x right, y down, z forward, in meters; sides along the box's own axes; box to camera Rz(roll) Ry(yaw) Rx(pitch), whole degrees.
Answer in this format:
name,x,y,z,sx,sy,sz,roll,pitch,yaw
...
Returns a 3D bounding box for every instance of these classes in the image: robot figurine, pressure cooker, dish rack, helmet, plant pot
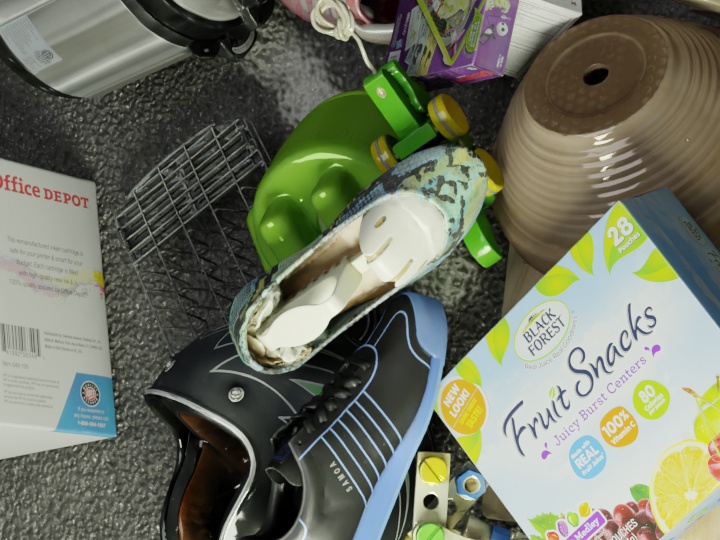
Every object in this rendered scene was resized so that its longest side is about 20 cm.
name,x,y,z,sx,sy,sz,roll,pitch,yaw
robot figurine,-0.004,-0.052,1.725,0.175,0.200,0.116,-31,103,22
pressure cooker,-0.161,-0.227,1.842,0.199,0.176,0.180,-21,68,37
dish rack,-0.091,-0.001,1.847,0.153,0.054,0.201,-36,64,22
helmet,-0.047,0.127,1.714,0.199,0.200,0.192,1,87,32
plant pot,0.164,-0.096,1.626,0.200,0.093,0.201,-17,46,18

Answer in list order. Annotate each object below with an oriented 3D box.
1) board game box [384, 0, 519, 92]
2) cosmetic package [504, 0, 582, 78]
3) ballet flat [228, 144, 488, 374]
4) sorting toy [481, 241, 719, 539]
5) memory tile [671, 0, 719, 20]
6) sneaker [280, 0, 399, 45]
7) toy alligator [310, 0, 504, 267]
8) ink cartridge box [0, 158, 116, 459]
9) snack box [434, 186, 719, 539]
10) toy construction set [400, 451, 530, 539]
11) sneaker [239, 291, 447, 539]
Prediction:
name,x,y,z,sx,sy,sz,roll,pitch,yaw
board game box,0.072,-0.217,1.660,0.120,0.032,0.201,-8,67,65
cosmetic package,0.104,-0.235,1.701,0.083,0.050,0.201,-43,38,48
ballet flat,0.000,0.000,1.598,0.200,0.074,0.074,-40,65,19
sorting toy,0.189,0.071,1.649,0.198,0.070,0.201,4,85,32
memory tile,0.276,-0.160,1.577,0.199,0.153,0.017,14,91,31
sneaker,0.001,-0.201,1.786,0.200,0.104,0.076,21,97,33
toy alligator,0.037,-0.093,1.638,0.059,0.054,0.200,-33,90,22
ink cartridge box,-0.287,0.032,1.908,0.146,0.147,0.201,-13,76,31
snack box,0.159,0.077,1.556,0.200,0.068,0.169,-46,72,32
toy construction set,0.049,0.223,1.619,0.131,0.092,0.201,29,102,-3
sneaker,-0.010,0.100,1.596,0.070,0.078,0.201,-3,66,65
